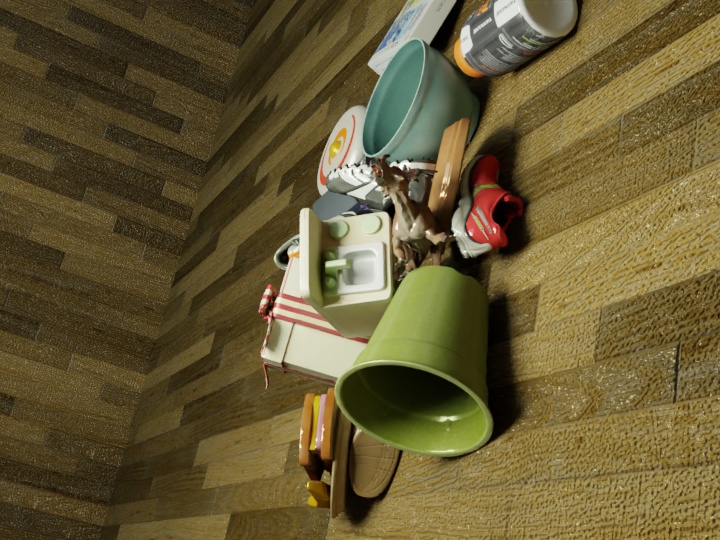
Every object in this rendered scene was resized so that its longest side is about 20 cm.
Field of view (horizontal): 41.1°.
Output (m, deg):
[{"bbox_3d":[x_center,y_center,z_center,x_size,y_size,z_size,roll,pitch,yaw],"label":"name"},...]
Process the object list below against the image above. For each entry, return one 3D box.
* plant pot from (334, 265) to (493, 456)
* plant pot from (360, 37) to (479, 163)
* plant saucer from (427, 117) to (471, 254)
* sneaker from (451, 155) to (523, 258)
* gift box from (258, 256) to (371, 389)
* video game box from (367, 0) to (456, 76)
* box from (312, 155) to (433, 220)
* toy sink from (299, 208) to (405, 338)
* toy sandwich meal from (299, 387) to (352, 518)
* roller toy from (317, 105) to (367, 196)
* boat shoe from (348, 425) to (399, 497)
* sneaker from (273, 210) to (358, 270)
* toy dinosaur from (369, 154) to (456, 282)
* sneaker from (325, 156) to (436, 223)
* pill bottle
[{"bbox_3d":[0.088,0.103,1.226,0.200,0.199,0.191,-44,20,48],"label":"plant pot"},{"bbox_3d":[0.106,-0.252,1.538,0.200,0.133,0.201,-51,28,41],"label":"plant pot"},{"bbox_3d":[0.124,-0.124,1.394,0.200,0.037,0.202,12,-90,-86],"label":"plant saucer"},{"bbox_3d":[0.182,-0.089,1.310,0.084,0.077,0.201,-10,39,23],"label":"sneaker"},{"bbox_3d":[-0.070,0.100,1.510,0.185,0.185,0.201,101,-173,-73],"label":"gift box"},{"bbox_3d":[0.110,-0.469,1.793,0.201,0.047,0.182,-60,21,-14],"label":"video game box"},{"bbox_3d":[0.021,-0.100,1.592,0.200,0.140,0.079,-36,44,56],"label":"box"},{"bbox_3d":[0.000,0.000,1.342,0.200,0.111,0.131,51,-146,-63],"label":"toy sink"},{"bbox_3d":[-0.050,0.270,1.428,0.205,0.070,0.207,5,-90,-86],"label":"toy sandwich meal"},{"bbox_3d":[0.007,-0.198,1.725,0.182,0.139,0.201,-39,36,53],"label":"roller toy"},{"bbox_3d":[0.025,0.228,1.405,0.069,0.073,0.202,90,-170,-84],"label":"boat shoe"},{"bbox_3d":[-0.064,-0.037,1.532,0.200,0.079,0.074,-25,82,48],"label":"sneaker"},{"bbox_3d":[0.074,-0.067,1.287,0.200,0.085,0.136,72,-175,-64],"label":"toy dinosaur"},{"bbox_3d":[0.024,-0.113,1.415,0.199,0.066,0.091,-1,89,40],"label":"sneaker"},{"bbox_3d":[0.215,-0.349,1.398,0.200,0.106,0.107,-24,49,62],"label":"pill bottle"}]
